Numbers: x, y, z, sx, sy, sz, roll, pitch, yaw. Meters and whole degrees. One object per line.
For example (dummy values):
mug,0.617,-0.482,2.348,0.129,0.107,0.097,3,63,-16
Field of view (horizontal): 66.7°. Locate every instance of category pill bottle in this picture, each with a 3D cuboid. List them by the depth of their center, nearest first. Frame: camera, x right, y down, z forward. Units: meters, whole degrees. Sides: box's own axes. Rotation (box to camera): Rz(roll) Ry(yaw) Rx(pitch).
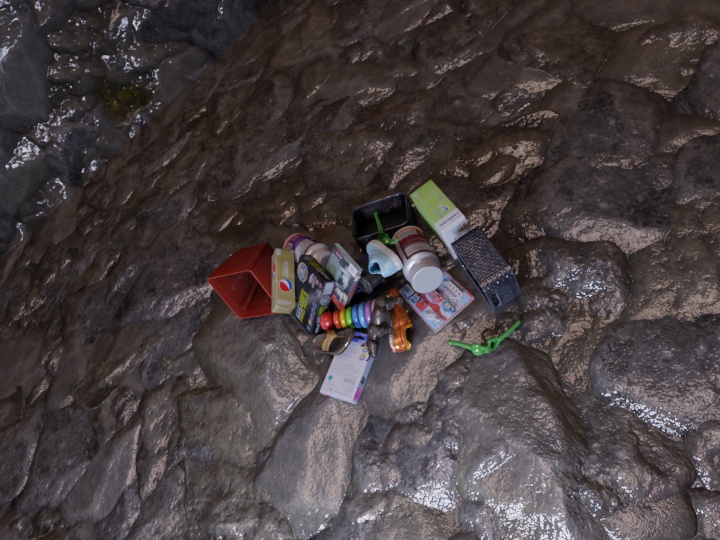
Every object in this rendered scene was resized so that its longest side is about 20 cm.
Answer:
pill bottle,0.169,-0.033,1.630,0.113,0.115,0.201,-30,40,8
pill bottle,-0.165,-0.047,1.836,0.199,0.112,0.112,26,74,45

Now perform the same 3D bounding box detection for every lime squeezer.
lime squeezer,0.334,0.190,1.456,0.197,0.038,0.071,-19,20,16
lime squeezer,0.081,-0.105,1.667,0.200,0.037,0.072,-122,42,-57

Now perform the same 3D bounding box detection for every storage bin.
storage bin,0.345,-0.005,1.503,0.093,0.135,0.201,-33,49,5
storage bin,0.078,-0.153,1.795,0.197,0.094,0.137,-17,53,20

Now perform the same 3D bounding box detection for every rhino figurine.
rhino figurine,0.052,0.161,1.544,0.087,0.059,0.203,15,85,60

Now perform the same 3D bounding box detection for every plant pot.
plant pot,-0.359,0.022,1.860,0.197,0.201,0.178,-9,40,30

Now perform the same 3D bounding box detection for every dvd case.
dvd case,-0.068,0.039,1.708,0.146,0.022,0.202,46,129,38

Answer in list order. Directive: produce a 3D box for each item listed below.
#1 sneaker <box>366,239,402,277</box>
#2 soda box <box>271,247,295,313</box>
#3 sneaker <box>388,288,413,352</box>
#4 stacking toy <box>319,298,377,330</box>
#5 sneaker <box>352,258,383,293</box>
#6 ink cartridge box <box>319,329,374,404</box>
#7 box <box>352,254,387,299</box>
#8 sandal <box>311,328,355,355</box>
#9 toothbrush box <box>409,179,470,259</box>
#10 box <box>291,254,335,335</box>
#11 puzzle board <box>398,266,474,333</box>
sneaker,0.048,-0.034,1.641,0.081,0.075,0.200,-33,24,-11
soda box,-0.250,0.034,1.766,0.068,0.063,0.203,131,141,-56
sneaker,0.115,0.146,1.601,0.076,0.073,0.203,-7,61,4
stacking toy,-0.032,0.140,1.650,0.197,0.086,0.086,-9,55,16
sneaker,0.000,0.000,1.718,0.090,0.077,0.199,-35,45,-21
ink cartridge box,-0.028,0.278,1.598,0.118,0.042,0.202,6,65,34
box,-0.019,0.030,1.768,0.198,0.032,0.122,-27,50,13
sandal,-0.092,0.206,1.636,0.199,0.054,0.083,-9,52,51
toothbrush box,0.250,-0.156,1.666,0.086,0.146,0.201,-34,48,3
box,-0.157,0.077,1.726,0.160,0.044,0.202,43,126,41
puzzle board,0.218,0.071,1.616,0.150,0.017,0.200,-41,49,-1
